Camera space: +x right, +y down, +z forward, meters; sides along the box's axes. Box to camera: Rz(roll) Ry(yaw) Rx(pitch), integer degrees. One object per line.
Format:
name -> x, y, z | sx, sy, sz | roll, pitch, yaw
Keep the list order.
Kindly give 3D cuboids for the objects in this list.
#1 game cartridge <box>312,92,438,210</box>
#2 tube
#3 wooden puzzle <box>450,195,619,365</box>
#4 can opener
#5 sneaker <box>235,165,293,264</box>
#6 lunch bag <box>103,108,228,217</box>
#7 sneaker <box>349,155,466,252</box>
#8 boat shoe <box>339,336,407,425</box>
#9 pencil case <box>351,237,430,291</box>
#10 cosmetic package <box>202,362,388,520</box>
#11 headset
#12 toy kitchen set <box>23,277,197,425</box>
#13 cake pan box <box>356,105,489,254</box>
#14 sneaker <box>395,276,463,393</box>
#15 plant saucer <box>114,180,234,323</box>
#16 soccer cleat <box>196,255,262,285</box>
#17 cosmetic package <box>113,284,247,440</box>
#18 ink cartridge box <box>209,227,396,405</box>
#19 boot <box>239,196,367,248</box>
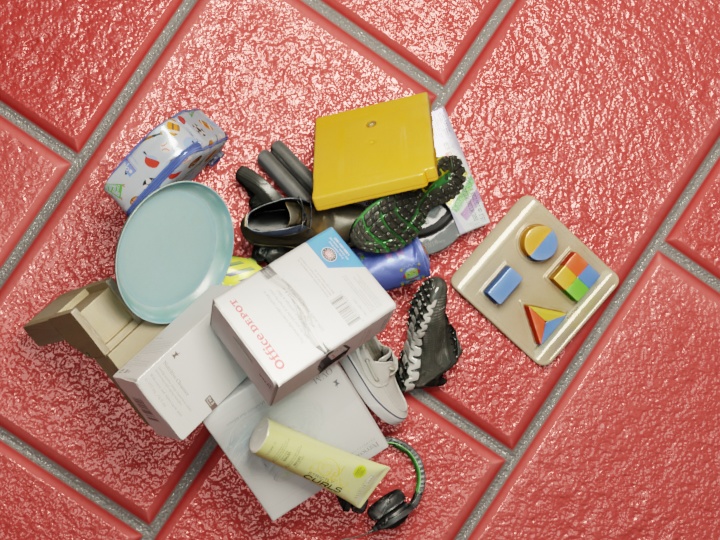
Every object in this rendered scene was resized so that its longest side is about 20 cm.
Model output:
game cartridge -> 0.019, -0.171, 1.468 | 0.175, 0.201, 0.033 | -12, 132, 10
tube -> -0.057, 0.263, 1.415 | 0.200, 0.058, 0.052 | 30, 56, -25
wooden puzzle -> 0.267, 0.015, 1.563 | 0.200, 0.046, 0.185 | 42, 88, -2
can opener -> -0.076, -0.104, 1.542 | 0.053, 0.067, 0.200 | -39, 79, -21
sneaker -> -0.133, -0.054, 1.533 | 0.200, 0.060, 0.104 | 42, 84, -7
lunch bag -> -0.272, -0.148, 1.457 | 0.076, 0.200, 0.160 | 44, 105, -1
sneaker -> 0.060, -0.092, 1.469 | 0.200, 0.085, 0.078 | -37, 113, -24
boat shoe -> 0.021, 0.135, 1.498 | 0.066, 0.072, 0.200 | -28, 101, 22
pencil case -> 0.000, 0.000, 1.488 | 0.199, 0.087, 0.078 | -18, 135, -1
cosmetic package -> -0.100, 0.209, 1.478 | 0.199, 0.123, 0.200 | -33, 112, -3
headset -> 0.019, 0.342, 1.525 | 0.123, 0.094, 0.201 | 30, 77, -2
toy kitchen set -> -0.335, 0.098, 1.496 | 0.163, 0.180, 0.200 | -47, 111, -35
cake pan box -> 0.077, -0.121, 1.551 | 0.183, 0.052, 0.201 | -21, 92, -1
sneaker -> 0.112, 0.095, 1.522 | 0.090, 0.067, 0.201 | 4, 120, -15
plant saucer -> -0.257, -0.027, 1.409 | 0.027, 0.200, 0.201 | 20, 88, 38
soccer cleat -> -0.218, 0.006, 1.511 | 0.199, 0.084, 0.065 | 24, 133, 2
cosmetic package -> -0.221, 0.122, 1.406 | 0.200, 0.081, 0.113 | -46, 116, -27
ink cartridge box -> -0.078, 0.059, 1.362 | 0.200, 0.084, 0.145 | -32, 74, -25
boot -> -0.073, -0.064, 1.454 | 0.199, 0.097, 0.075 | -5, 86, 0
